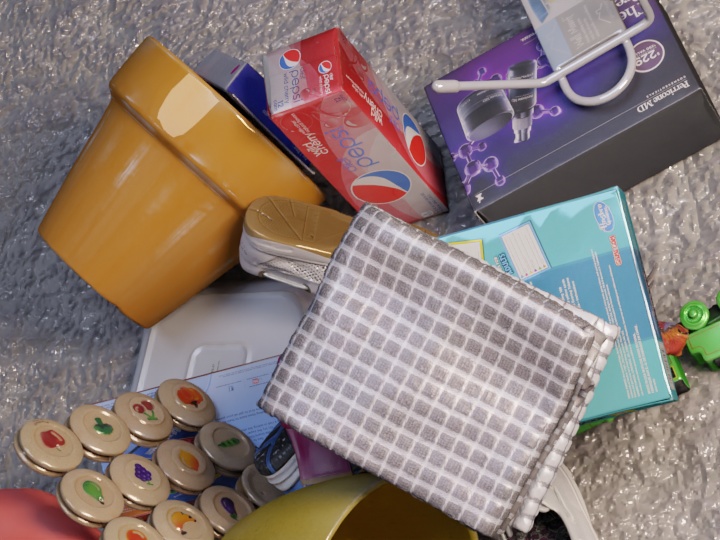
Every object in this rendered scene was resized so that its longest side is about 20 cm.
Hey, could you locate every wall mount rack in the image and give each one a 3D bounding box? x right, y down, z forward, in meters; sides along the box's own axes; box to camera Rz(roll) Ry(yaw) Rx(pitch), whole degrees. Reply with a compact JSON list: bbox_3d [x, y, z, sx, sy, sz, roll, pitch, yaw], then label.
[{"bbox_3d":[0.129,-0.206,1.609,0.173,0.075,0.200,-29,50,12],"label":"wall mount rack"}]

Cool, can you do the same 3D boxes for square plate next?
[{"bbox_3d":[-0.113,0.090,1.703,0.197,0.028,0.201,-3,62,29],"label":"square plate"}]

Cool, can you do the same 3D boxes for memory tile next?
[{"bbox_3d":[-0.147,0.149,1.526,0.153,0.200,0.017,47,123,21],"label":"memory tile"}]

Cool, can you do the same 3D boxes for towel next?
[{"bbox_3d":[0.052,0.068,1.374,0.199,0.086,0.166,27,89,15],"label":"towel"}]

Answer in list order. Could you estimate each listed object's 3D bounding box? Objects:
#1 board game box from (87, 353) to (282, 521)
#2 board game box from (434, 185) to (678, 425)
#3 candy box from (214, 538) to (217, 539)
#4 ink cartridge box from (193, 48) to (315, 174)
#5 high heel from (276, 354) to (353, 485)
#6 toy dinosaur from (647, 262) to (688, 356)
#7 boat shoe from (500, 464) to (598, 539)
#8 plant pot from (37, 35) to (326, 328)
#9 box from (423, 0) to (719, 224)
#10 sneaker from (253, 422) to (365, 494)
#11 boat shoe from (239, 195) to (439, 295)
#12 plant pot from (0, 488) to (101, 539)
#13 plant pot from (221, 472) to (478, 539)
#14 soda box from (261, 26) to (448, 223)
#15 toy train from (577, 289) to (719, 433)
[{"bbox_3d":[-0.107,0.129,1.622,0.199,0.019,0.103,-14,63,-7],"label":"board game box"},{"bbox_3d":[0.105,0.042,1.436,0.199,0.047,0.152,-15,82,13],"label":"board game box"},{"bbox_3d":[-0.137,0.288,1.585,0.115,0.055,0.200,-30,52,12],"label":"candy box"},{"bbox_3d":[-0.082,-0.134,1.711,0.037,0.095,0.200,-46,17,0],"label":"ink cartridge box"},{"bbox_3d":[0.039,0.090,1.506,0.199,0.067,0.096,-12,90,0],"label":"high heel"},{"bbox_3d":[0.162,0.039,1.524,0.200,0.105,0.182,-61,31,23],"label":"toy dinosaur"},{"bbox_3d":[0.125,0.184,1.486,0.072,0.069,0.200,-32,51,12],"label":"boat shoe"},{"bbox_3d":[-0.162,-0.060,1.708,0.183,0.200,0.200,-48,51,-1],"label":"plant pot"},{"bbox_3d":[0.169,-0.127,1.637,0.200,0.079,0.141,-29,55,12],"label":"box"},{"bbox_3d":[0.000,0.111,1.592,0.200,0.077,0.076,-47,16,-31],"label":"sneaker"},{"bbox_3d":[0.000,0.000,1.640,0.199,0.069,0.071,18,43,0],"label":"boat shoe"},{"bbox_3d":[-0.238,0.265,1.516,0.200,0.200,0.177,-45,39,0],"label":"plant pot"},{"bbox_3d":[-0.026,0.234,1.474,0.142,0.200,0.201,5,66,41],"label":"plant pot"},{"bbox_3d":[-0.001,-0.108,1.641,0.070,0.200,0.064,-18,57,20],"label":"soda box"},{"bbox_3d":[0.210,0.073,1.523,0.199,0.042,0.057,-26,64,14],"label":"toy train"}]
